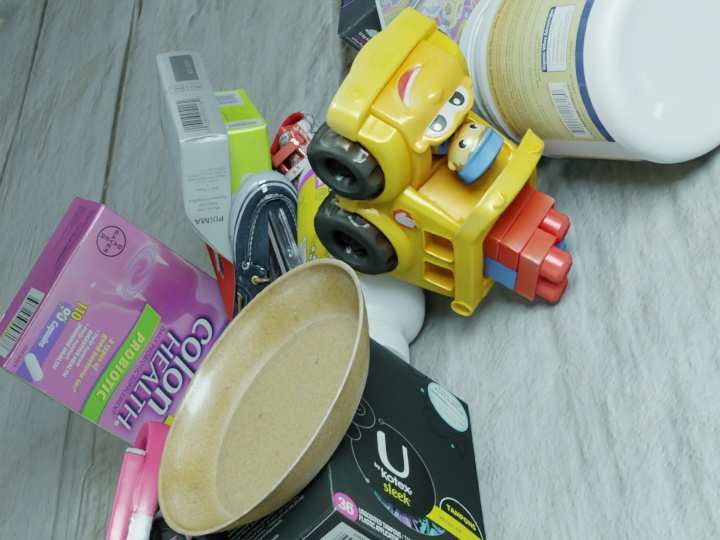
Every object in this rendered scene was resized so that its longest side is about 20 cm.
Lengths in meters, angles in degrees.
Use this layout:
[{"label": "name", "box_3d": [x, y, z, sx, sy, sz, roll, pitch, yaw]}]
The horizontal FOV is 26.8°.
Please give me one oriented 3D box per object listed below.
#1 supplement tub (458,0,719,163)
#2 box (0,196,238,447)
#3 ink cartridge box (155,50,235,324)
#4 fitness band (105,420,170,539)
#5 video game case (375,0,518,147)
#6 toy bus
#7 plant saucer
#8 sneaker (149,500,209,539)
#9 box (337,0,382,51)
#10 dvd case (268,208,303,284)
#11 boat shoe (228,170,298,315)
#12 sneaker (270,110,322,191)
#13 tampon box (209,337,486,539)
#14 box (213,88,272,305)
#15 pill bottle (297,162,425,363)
[{"label": "supplement tub", "box_3d": [0.171, -0.152, 1.082, 0.145, 0.144, 0.199, -60, 27, -10]}, {"label": "box", "box_3d": [-0.227, 0.059, 1.449, 0.177, 0.199, 0.096, -59, 27, -9]}, {"label": "ink cartridge box", "box_3d": [-0.151, -0.074, 1.373, 0.161, 0.047, 0.202, -115, 22, -52]}, {"label": "fitness band", "box_3d": [-0.204, 0.230, 1.323, 0.144, 0.037, 0.202, 117, 165, -63]}, {"label": "video game case", "box_3d": [0.080, -0.175, 1.264, 0.143, 0.018, 0.202, -29, 67, 45]}, {"label": "toy bus", "box_3d": [0.072, -0.060, 1.080, 0.191, 0.201, 0.136, 29, 63, 20]}, {"label": "plant saucer", "box_3d": [-0.055, 0.087, 0.971, 0.200, 0.035, 0.201, -39, 30, 28]}, {"label": "sneaker", "box_3d": [-0.121, 0.208, 1.255, 0.200, 0.080, 0.087, -28, 41, 64]}, {"label": "box", "box_3d": [0.084, -0.283, 1.422, 0.199, 0.106, 0.123, -35, 34, 34]}, {"label": "dvd case", "box_3d": [-0.052, 0.075, 1.191, 0.149, 0.016, 0.202, -114, 20, -56]}, {"label": "boat shoe", "box_3d": [-0.071, 0.021, 1.304, 0.091, 0.070, 0.202, -124, 31, -56]}, {"label": "sneaker", "box_3d": [-0.039, -0.065, 1.378, 0.067, 0.108, 0.203, -40, 30, 27]}, {"label": "tampon box", "box_3d": [-0.009, 0.156, 1.024, 0.126, 0.149, 0.201, -41, 30, 25]}, {"label": "box", "box_3d": [-0.109, -0.056, 1.417, 0.122, 0.047, 0.202, -124, 28, -63]}, {"label": "pill bottle", "box_3d": [0.000, 0.000, 1.230, 0.104, 0.104, 0.202, -36, 40, 34]}]
